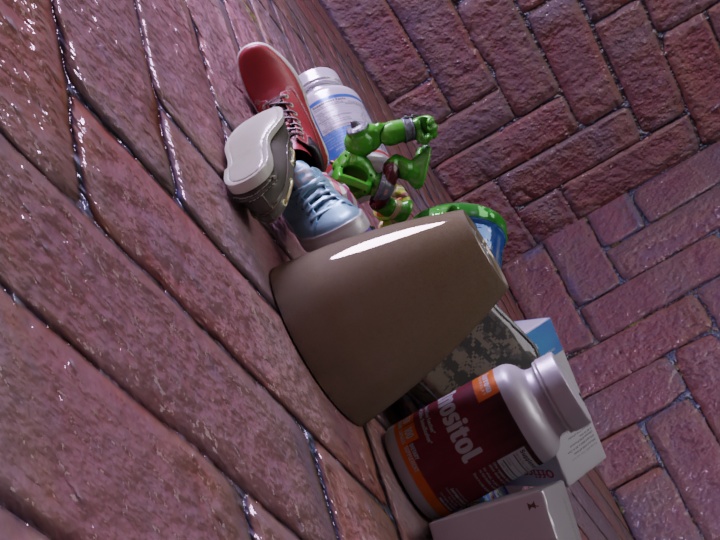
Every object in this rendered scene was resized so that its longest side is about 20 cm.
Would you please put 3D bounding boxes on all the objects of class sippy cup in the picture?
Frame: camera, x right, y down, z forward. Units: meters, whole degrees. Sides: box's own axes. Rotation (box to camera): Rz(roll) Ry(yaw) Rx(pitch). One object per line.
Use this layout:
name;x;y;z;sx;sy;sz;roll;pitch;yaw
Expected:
sippy cup;0.129;0.000;1.671;0.178;0.140;0.130;20;54;-30

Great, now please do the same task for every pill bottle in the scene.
pill bottle;0.136;0.170;1.337;0.113;0.200;0.113;57;9;-14
pill bottle;-0.036;-0.203;1.876;0.112;0.112;0.200;46;16;-56

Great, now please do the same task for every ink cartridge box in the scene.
ink cartridge box;0.205;0.171;1.613;0.145;0.084;0.200;-12;-76;54

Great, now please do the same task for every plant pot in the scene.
plant pot;0.042;0.028;1.285;0.187;0.200;0.187;57;10;-16

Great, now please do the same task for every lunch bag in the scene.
lunch bag;0.087;0.084;1.479;0.200;0.139;0.168;43;-14;-8

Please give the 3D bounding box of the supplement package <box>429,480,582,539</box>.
supplement package;0.158;0.290;1.282;0.200;0.120;0.121;27;46;-74

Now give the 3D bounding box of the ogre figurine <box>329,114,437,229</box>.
ogre figurine;0.019;-0.120;1.677;0.120;0.200;0.098;16;34;-16

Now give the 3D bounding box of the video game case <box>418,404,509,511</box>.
video game case;0.140;0.266;1.549;0.200;0.045;0.181;58;8;-10

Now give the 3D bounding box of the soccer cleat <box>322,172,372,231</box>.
soccer cleat;-0.022;-0.047;1.622;0.200;0.067;0.077;50;33;-35

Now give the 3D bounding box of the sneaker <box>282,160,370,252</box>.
sneaker;-0.057;-0.076;1.397;0.082;0.074;0.200;61;-15;-22

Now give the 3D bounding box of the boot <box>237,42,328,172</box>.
boot;-0.101;-0.204;1.645;0.200;0.072;0.144;61;6;-10

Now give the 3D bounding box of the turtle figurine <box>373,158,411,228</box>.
turtle figurine;0.052;-0.051;1.806;0.161;0.064;0.200;71;35;-43

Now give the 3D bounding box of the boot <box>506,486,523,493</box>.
boot;0.162;0.213;1.737;0.200;0.074;0.096;56;16;-18

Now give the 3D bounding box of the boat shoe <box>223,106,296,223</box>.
boat shoe;-0.105;-0.117;1.368;0.060;0.072;0.202;57;15;-25
